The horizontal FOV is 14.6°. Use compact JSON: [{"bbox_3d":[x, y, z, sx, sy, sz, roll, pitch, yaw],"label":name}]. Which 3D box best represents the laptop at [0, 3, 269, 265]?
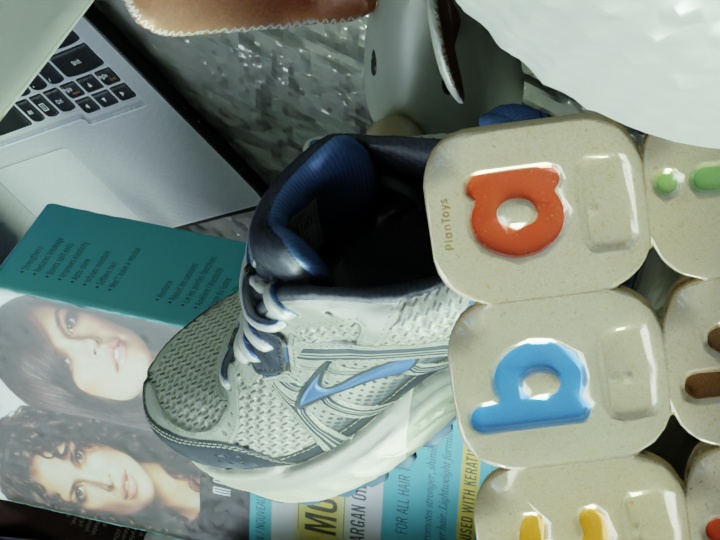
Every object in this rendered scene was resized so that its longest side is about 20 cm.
[{"bbox_3d":[-0.170,-0.039,0.910,0.200,0.116,0.187,46,151,-20],"label":"laptop"}]

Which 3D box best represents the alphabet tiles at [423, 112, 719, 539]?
[{"bbox_3d":[0.118,0.015,0.632,0.195,0.015,0.200,-8,106,6],"label":"alphabet tiles"}]

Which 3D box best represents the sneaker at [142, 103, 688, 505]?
[{"bbox_3d":[0.000,0.000,0.714,0.085,0.077,0.200,30,145,-31],"label":"sneaker"}]

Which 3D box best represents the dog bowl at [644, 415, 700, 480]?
[{"bbox_3d":[0.136,0.089,0.709,0.200,0.200,0.074,26,171,17],"label":"dog bowl"}]

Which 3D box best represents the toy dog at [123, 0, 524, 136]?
[{"bbox_3d":[-0.009,-0.085,0.677,0.132,0.096,0.200,1,138,48],"label":"toy dog"}]

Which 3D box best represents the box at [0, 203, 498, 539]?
[{"bbox_3d":[-0.009,0.043,0.835,0.200,0.049,0.082,11,124,13],"label":"box"}]

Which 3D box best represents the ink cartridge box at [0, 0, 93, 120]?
[{"bbox_3d":[-0.163,-0.079,0.748,0.145,0.200,0.087,42,155,-17],"label":"ink cartridge box"}]

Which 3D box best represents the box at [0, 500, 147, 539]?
[{"bbox_3d":[-0.139,0.061,1.037,0.100,0.075,0.200,-1,152,45],"label":"box"}]

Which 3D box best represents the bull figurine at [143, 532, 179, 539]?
[{"bbox_3d":[-0.022,0.047,0.932,0.121,0.065,0.200,46,140,-18],"label":"bull figurine"}]

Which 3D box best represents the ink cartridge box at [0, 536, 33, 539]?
[{"bbox_3d":[-0.055,0.159,1.020,0.200,0.044,0.094,32,163,-24],"label":"ink cartridge box"}]

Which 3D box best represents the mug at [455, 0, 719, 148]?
[{"bbox_3d":[0.085,-0.103,0.499,0.200,0.148,0.175,12,152,25],"label":"mug"}]
